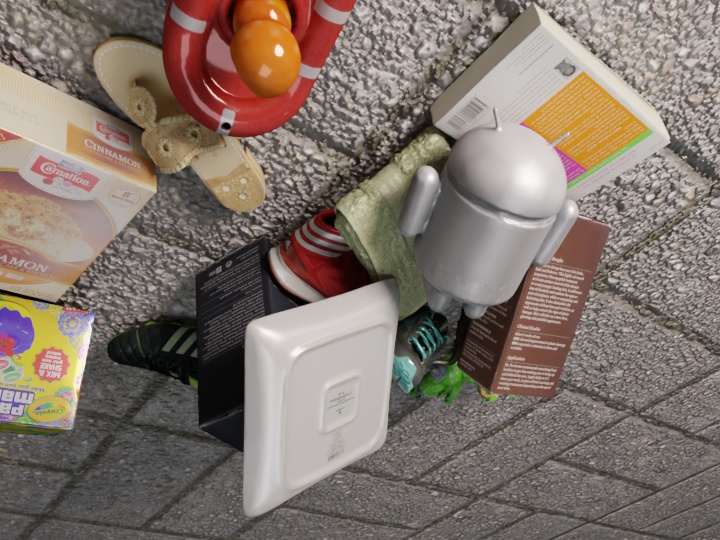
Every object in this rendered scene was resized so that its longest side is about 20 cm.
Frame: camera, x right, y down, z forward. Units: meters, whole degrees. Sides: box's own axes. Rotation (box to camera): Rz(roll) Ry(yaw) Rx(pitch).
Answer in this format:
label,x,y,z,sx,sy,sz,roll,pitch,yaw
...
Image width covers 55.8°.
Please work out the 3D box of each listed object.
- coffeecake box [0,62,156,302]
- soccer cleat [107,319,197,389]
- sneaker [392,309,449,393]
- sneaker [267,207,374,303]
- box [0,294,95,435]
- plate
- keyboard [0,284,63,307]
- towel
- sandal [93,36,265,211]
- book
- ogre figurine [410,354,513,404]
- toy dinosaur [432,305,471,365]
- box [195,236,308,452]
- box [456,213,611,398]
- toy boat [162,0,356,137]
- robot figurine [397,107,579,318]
label,x,y,z,sx,sy,sz,roll,pitch,yaw
coffeecake box,-0.303,-0.068,0.618,0.199,0.074,0.152,-37,141,30
soccer cleat,-0.219,0.109,0.851,0.194,0.083,0.068,0,140,-8
sneaker,0.068,0.084,0.831,0.090,0.200,0.078,-35,93,6
sneaker,0.000,0.000,0.767,0.115,0.080,0.198,-38,143,22
box,-0.406,0.102,0.727,0.196,0.125,0.192,15,160,-26
plate,-0.028,0.125,0.667,0.197,0.032,0.205,-16,118,-45
keyboard,-0.409,0.009,0.685,0.198,0.040,0.103,28,173,-38
towel,0.061,-0.040,0.718,0.147,0.036,0.201,-39,137,-7
sandal,-0.151,-0.109,0.609,0.076,0.071,0.212,-25,138,16
book,0.182,-0.143,0.653,0.197,0.049,0.133,24,134,-32
ogre figurine,0.164,0.136,0.951,0.194,0.101,0.120,4,160,9
toy dinosaur,0.153,0.043,0.824,0.196,0.077,0.104,-21,145,-27
box,-0.100,0.094,0.758,0.103,0.203,0.148,-25,138,16
box,0.186,0.030,0.742,0.098,0.075,0.205,10,103,-31
toy boat,-0.072,-0.176,0.496,0.128,0.133,0.201,14,136,-24
robot figurine,0.119,-0.050,0.634,0.165,0.114,0.203,7,128,-16
